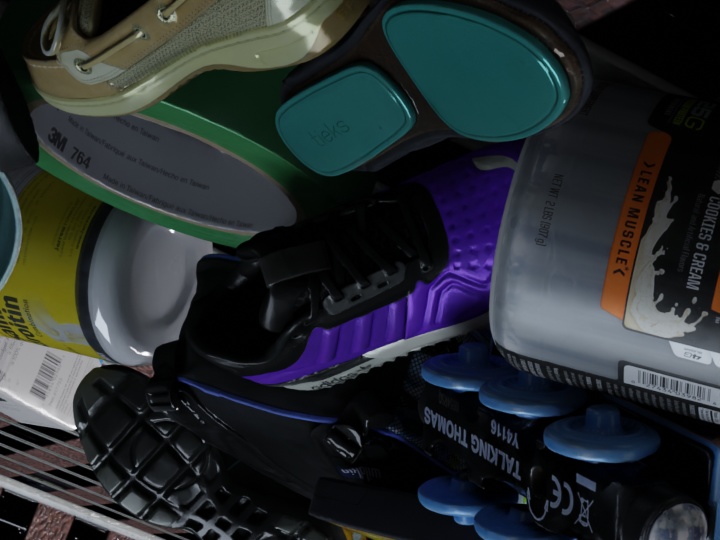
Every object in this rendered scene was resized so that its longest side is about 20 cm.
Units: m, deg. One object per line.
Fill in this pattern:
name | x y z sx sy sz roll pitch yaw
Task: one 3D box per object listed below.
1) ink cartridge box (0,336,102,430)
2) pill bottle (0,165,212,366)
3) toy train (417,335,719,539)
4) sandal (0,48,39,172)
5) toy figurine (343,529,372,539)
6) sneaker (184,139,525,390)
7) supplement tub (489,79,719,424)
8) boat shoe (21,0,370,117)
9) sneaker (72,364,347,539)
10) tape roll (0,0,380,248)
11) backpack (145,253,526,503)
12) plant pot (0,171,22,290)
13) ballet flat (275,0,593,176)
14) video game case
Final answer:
ink cartridge box | -0.269 0.024 1.262 0.068 0.116 0.200 5 158 37
pill bottle | -0.197 -0.013 1.065 0.200 0.112 0.112 10 162 29
toy train | 0.102 0.079 0.760 0.114 0.087 0.200 -4 -167 -25
sandal | -0.165 -0.126 0.723 0.048 0.075 0.200 -20 139 1
toy figurine | -0.039 0.099 1.164 0.184 0.200 0.150 37 148 -12
sneaker | 0.000 0.001 0.803 0.200 0.070 0.099 -32 153 31
supplement tub | 0.160 0.003 0.679 0.200 0.123 0.123 14 163 18
boat shoe | -0.078 -0.109 0.694 0.201 0.073 0.063 -1 142 50
sneaker | -0.088 0.125 1.061 0.200 0.075 0.079 41 -163 -9
tape roll | -0.089 -0.069 0.871 0.200 0.048 0.200 18 164 6
backpack | 0.014 0.060 0.988 0.183 0.147 0.200 8 157 42
plant pot | -0.268 -0.060 0.833 0.200 0.134 0.200 -10 141 -8
ballet flat | 0.033 -0.082 0.655 0.073 0.073 0.200 27 163 -22
video game case | 0.104 0.152 0.891 0.200 0.026 0.181 6 164 43
